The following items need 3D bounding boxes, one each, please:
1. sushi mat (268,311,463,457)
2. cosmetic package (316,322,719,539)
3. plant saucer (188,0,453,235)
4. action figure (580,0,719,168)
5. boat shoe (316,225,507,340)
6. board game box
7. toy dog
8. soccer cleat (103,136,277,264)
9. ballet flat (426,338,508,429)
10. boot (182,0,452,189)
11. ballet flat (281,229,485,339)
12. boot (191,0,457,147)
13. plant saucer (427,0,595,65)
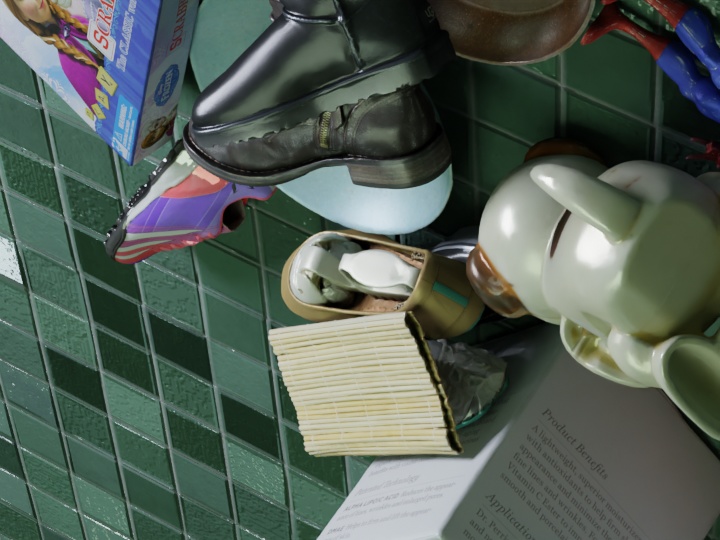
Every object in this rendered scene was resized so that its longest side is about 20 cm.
[{"bbox_3d":[0.000,0.077,1.643,0.200,0.012,0.096,-10,101,62],"label":"sushi mat"},{"bbox_3d":[0.105,0.164,1.656,0.165,0.200,0.165,48,147,-15],"label":"cosmetic package"},{"bbox_3d":[-0.018,-0.110,1.596,0.200,0.039,0.202,27,146,20],"label":"plant saucer"},{"bbox_3d":[0.212,-0.087,1.376,0.199,0.052,0.066,33,144,6],"label":"action figure"},{"bbox_3d":[0.046,0.020,1.675,0.199,0.057,0.069,-11,123,52],"label":"boat shoe"},{"bbox_3d":[-0.190,-0.196,1.634,0.199,0.041,0.200,44,150,16],"label":"board game box"},{"bbox_3d":[0.142,-0.003,1.451,0.193,0.140,0.200,21,180,-28],"label":"toy dog"},{"bbox_3d":[-0.121,-0.041,1.770,0.073,0.068,0.200,38,147,-6],"label":"soccer cleat"},{"bbox_3d":[0.021,0.076,1.671,0.072,0.072,0.200,48,153,-14],"label":"ballet flat"},{"bbox_3d":[-0.036,-0.138,1.491,0.199,0.069,0.175,4,127,29],"label":"boot"},{"bbox_3d":[0.000,0.000,1.636,0.063,0.069,0.199,29,165,-38],"label":"ballet flat"},{"bbox_3d":[-0.054,-0.183,1.386,0.164,0.066,0.201,-18,105,21],"label":"boot"},{"bbox_3d":[0.053,-0.203,1.408,0.199,0.035,0.201,28,147,20],"label":"plant saucer"}]
